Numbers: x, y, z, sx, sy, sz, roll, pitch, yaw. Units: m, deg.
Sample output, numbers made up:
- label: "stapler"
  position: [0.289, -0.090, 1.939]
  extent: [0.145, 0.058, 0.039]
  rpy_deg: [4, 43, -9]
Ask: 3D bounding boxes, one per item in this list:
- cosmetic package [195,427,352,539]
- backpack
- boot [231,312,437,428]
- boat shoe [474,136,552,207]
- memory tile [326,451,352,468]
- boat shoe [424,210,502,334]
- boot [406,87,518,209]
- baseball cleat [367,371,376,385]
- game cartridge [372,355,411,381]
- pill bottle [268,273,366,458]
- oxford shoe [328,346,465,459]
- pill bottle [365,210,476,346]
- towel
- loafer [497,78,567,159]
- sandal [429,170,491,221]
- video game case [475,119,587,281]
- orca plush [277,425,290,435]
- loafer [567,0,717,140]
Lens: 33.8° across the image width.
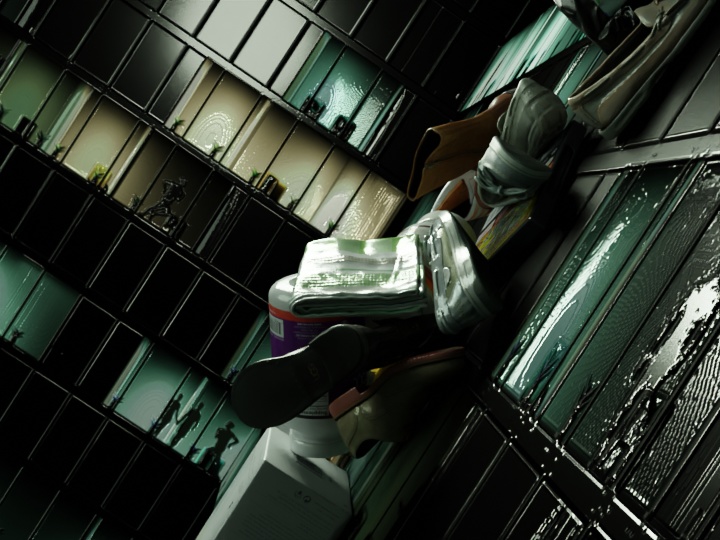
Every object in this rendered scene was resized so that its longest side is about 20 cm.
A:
- label: "cosmetic package"
  position: [-0.114, 0.310, 1.380]
  extent: [0.201, 0.122, 0.199]
  rpy_deg: [-58, 4, 2]
- label: "backpack"
  position: [0.300, -0.334, 1.260]
  extent: [0.200, 0.127, 0.167]
  rpy_deg: [-48, -7, 16]
- label: "boot"
  position: [-0.022, 0.104, 1.266]
  extent: [0.199, 0.070, 0.174]
  rpy_deg: [-28, -10, 27]
- label: "boat shoe"
  position: [0.160, -0.101, 1.301]
  extent: [0.065, 0.074, 0.202]
  rpy_deg: [-61, 1, 4]
- label: "memory tile"
  position: [-0.007, 0.212, 1.595]
  extent: [0.201, 0.017, 0.154]
  rpy_deg: [-55, 5, 29]
- label: "boat shoe"
  position: [0.097, 0.000, 1.248]
  extent: [0.064, 0.075, 0.202]
  rpy_deg: [-35, 26, 11]
- label: "boot"
  position: [0.136, -0.125, 1.500]
  extent: [0.199, 0.068, 0.189]
  rpy_deg: [-31, -25, -39]
- label: "baseball cleat"
  position: [-0.041, 0.081, 1.466]
  extent: [0.105, 0.203, 0.070]
  rpy_deg: [-7, 1, 28]
- label: "game cartridge"
  position: [0.038, 0.106, 1.573]
  extent: [0.177, 0.032, 0.201]
  rpy_deg: [-54, 7, 33]
- label: "pill bottle"
  position: [-0.048, 0.109, 1.378]
  extent: [0.113, 0.111, 0.202]
  rpy_deg: [-69, -22, -73]
- label: "oxford shoe"
  position: [0.048, 0.140, 1.263]
  extent: [0.070, 0.075, 0.200]
  rpy_deg: [-7, -21, -42]
- label: "pill bottle"
  position: [0.074, 0.007, 1.472]
  extent: [0.110, 0.109, 0.200]
  rpy_deg: [-54, -3, 35]
- label: "towel"
  position: [0.000, 0.000, 1.322]
  extent: [0.200, 0.147, 0.031]
  rpy_deg: [-84, -8, -68]
- label: "loafer"
  position: [0.199, -0.165, 1.433]
  extent: [0.070, 0.070, 0.200]
  rpy_deg: [-31, -16, -17]
- label: "sandal"
  position: [0.177, -0.115, 1.668]
  extent: [0.206, 0.059, 0.080]
  rpy_deg: [-33, -21, -38]
- label: "video game case"
  position: [0.179, -0.057, 1.375]
  extent: [0.200, 0.025, 0.181]
  rpy_deg: [-51, 7, 49]
- label: "orca plush"
  position: [-0.051, 0.156, 1.556]
  extent: [0.071, 0.104, 0.202]
  rpy_deg: [47, -121, -61]
- label: "loafer"
  position: [0.282, -0.226, 1.166]
  extent: [0.201, 0.063, 0.072]
  rpy_deg: [-56, 5, 12]
